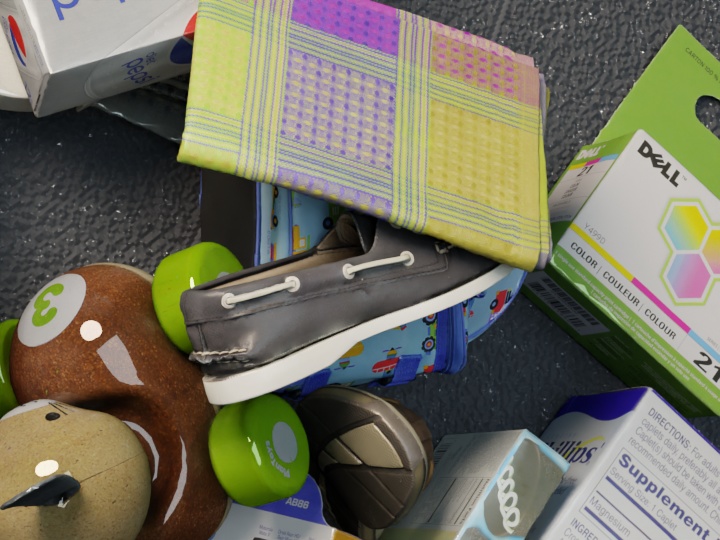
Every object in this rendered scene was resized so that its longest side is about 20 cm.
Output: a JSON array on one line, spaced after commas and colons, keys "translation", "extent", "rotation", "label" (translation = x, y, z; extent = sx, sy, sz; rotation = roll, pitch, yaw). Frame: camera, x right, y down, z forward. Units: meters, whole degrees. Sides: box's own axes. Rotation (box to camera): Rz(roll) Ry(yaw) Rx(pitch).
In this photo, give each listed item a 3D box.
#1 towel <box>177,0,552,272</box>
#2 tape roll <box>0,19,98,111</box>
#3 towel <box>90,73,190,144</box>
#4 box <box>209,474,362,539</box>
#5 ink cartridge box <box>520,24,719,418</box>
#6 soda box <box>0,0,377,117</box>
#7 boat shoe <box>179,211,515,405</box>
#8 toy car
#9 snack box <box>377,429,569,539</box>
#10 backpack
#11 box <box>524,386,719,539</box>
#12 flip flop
[{"translation": [0.008, -0.077, 1.089], "extent": [0.198, 0.023, 0.145], "rotation": [17, 48, -16], "label": "towel"}, {"translation": [-0.182, -0.186, 1.180], "extent": [0.201, 0.037, 0.205], "rotation": [3, 81, -18], "label": "tape roll"}, {"translation": [-0.103, -0.174, 1.235], "extent": [0.191, 0.034, 0.202], "rotation": [18, 79, -18], "label": "towel"}, {"translation": [-0.074, 0.203, 1.166], "extent": [0.041, 0.118, 0.202], "rotation": [37, 67, -55], "label": "box"}, {"translation": [0.202, -0.034, 1.312], "extent": [0.148, 0.076, 0.201], "rotation": [40, 74, -12], "label": "ink cartridge box"}, {"translation": [-0.087, -0.147, 1.148], "extent": [0.199, 0.063, 0.069], "rotation": [-18, 79, -20], "label": "soda box"}, {"translation": [0.000, 0.000, 1.082], "extent": [0.199, 0.074, 0.061], "rotation": [-25, 102, -23], "label": "boat shoe"}, {"translation": [-0.151, 0.088, 1.075], "extent": [0.200, 0.163, 0.159], "rotation": [-24, 94, -61], "label": "toy car"}, {"translation": [0.029, 0.179, 1.204], "extent": [0.037, 0.116, 0.201], "rotation": [38, 74, -13], "label": "snack box"}, {"translation": [0.017, -0.026, 1.202], "extent": [0.198, 0.134, 0.184], "rotation": [-4, 105, -28], "label": "backpack"}, {"translation": [0.153, 0.201, 1.255], "extent": [0.184, 0.105, 0.200], "rotation": [42, 73, -11], "label": "box"}, {"translation": [0.008, 0.100, 1.162], "extent": [0.057, 0.200, 0.081], "rotation": [-33, 77, -13], "label": "flip flop"}]
